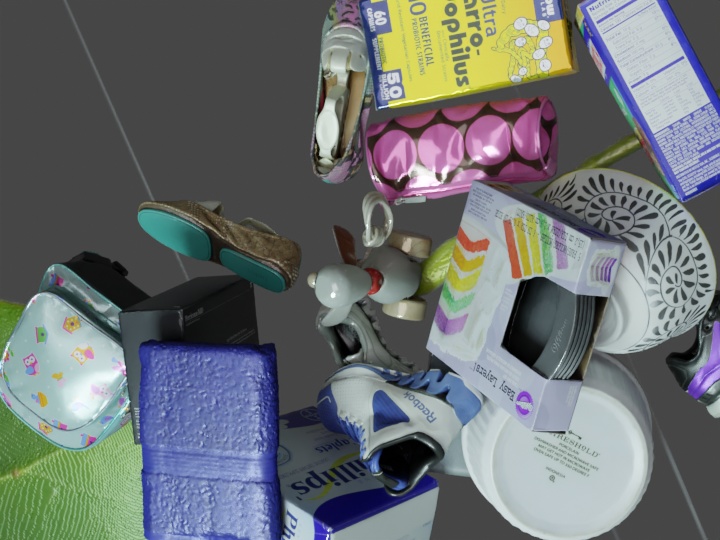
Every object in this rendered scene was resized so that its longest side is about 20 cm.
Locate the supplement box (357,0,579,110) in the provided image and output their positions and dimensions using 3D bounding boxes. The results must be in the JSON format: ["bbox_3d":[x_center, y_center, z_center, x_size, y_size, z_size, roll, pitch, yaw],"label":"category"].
[{"bbox_3d":[0.111,-0.233,1.065,0.197,0.109,0.111,-9,97,17],"label":"supplement box"}]

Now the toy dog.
[{"bbox_3d":[0.000,0.000,1.114,0.095,0.200,0.134,10,77,30],"label":"toy dog"}]

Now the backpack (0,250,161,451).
[{"bbox_3d":[-0.324,0.106,1.232,0.175,0.153,0.201,34,114,2],"label":"backpack"}]

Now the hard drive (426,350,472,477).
[{"bbox_3d":[0.165,0.155,1.137,0.197,0.033,0.142,7,101,0],"label":"hard drive"}]

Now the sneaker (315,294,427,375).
[{"bbox_3d":[0.017,0.112,1.169,0.075,0.081,0.201,-39,90,17],"label":"sneaker"}]

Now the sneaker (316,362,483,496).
[{"bbox_3d":[0.020,0.162,1.076,0.198,0.116,0.081,-7,129,43],"label":"sneaker"}]

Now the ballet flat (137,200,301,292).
[{"bbox_3d":[-0.154,-0.039,1.203,0.198,0.066,0.071,26,143,6],"label":"ballet flat"}]

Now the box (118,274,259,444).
[{"bbox_3d":[-0.178,0.091,1.157,0.078,0.200,0.144,0,99,15],"label":"box"}]

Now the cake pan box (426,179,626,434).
[{"bbox_3d":[0.151,0.030,0.998,0.052,0.200,0.187,4,109,-30],"label":"cake pan box"}]

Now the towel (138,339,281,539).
[{"bbox_3d":[-0.143,0.166,1.025,0.145,0.049,0.203,2,98,16],"label":"towel"}]

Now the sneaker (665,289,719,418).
[{"bbox_3d":[0.381,0.044,1.058,0.099,0.069,0.201,38,107,9],"label":"sneaker"}]

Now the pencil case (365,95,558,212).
[{"bbox_3d":[0.107,-0.120,1.099,0.197,0.091,0.095,-9,60,19],"label":"pencil case"}]

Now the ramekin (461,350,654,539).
[{"bbox_3d":[0.203,0.179,1.075,0.199,0.094,0.206,0,102,2],"label":"ramekin"}]

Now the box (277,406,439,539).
[{"bbox_3d":[-0.050,0.244,1.121,0.199,0.183,0.106,25,112,35],"label":"box"}]

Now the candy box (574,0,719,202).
[{"bbox_3d":[0.278,-0.173,0.996,0.076,0.169,0.202,-28,91,14],"label":"candy box"}]

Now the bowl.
[{"bbox_3d":[0.233,0.011,1.032,0.199,0.094,0.203,24,136,26],"label":"bowl"}]

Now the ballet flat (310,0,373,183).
[{"bbox_3d":[-0.020,-0.192,1.130,0.068,0.071,0.203,10,102,15],"label":"ballet flat"}]
